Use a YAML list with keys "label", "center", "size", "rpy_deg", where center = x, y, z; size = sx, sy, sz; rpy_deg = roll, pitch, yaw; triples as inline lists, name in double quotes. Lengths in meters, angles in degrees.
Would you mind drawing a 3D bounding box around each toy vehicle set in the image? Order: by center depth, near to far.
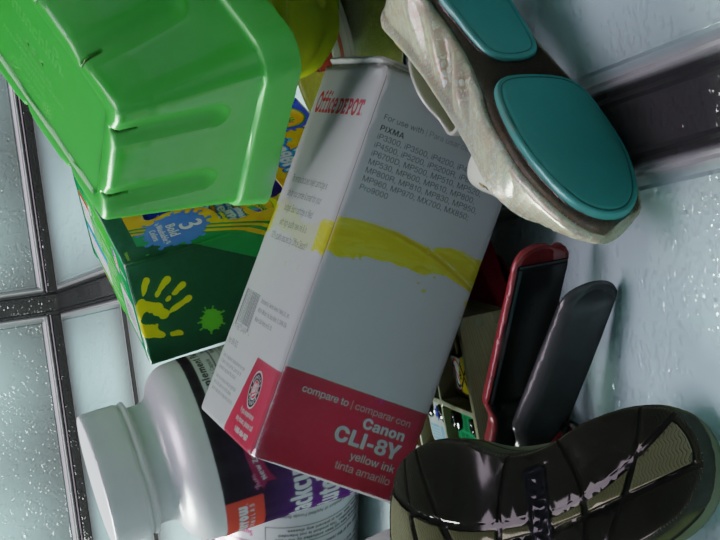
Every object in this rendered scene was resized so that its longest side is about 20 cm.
- label: "toy vehicle set"
  center: [0.050, 0.077, 1.116]
  size: [0.200, 0.026, 0.125]
  rpy_deg: [-169, 68, -77]

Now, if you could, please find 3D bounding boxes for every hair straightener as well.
- label: "hair straightener"
  center: [0.081, 0.092, 0.967]
  size: [0.077, 0.041, 0.201]
  rpy_deg: [37, 121, 42]

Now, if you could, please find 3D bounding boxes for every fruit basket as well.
- label: "fruit basket"
  center: [-0.085, -0.138, 1.070]
  size: [0.156, 0.214, 0.217]
  rpy_deg: [108, 150, -54]

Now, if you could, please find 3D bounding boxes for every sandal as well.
- label: "sandal"
  center: [0.085, 0.110, 0.916]
  size: [0.200, 0.057, 0.081]
  rpy_deg: [-16, 68, 45]

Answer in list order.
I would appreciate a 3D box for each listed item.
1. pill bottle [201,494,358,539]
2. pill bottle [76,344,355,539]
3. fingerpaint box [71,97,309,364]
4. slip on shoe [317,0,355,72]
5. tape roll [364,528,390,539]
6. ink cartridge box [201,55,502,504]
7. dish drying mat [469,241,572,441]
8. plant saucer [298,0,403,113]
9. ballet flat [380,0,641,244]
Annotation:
- label: "pill bottle"
  center: [-0.057, 0.194, 1.466]
  size: [0.114, 0.112, 0.201]
  rpy_deg: [-121, 26, -55]
- label: "pill bottle"
  center: [-0.067, 0.099, 1.265]
  size: [0.111, 0.198, 0.112]
  rpy_deg: [163, 90, -77]
- label: "fingerpaint box"
  center: [-0.086, -0.033, 1.340]
  size: [0.200, 0.166, 0.074]
  rpy_deg: [-128, 23, -63]
- label: "slip on shoe"
  center: [-0.060, -0.168, 1.253]
  size: [0.200, 0.061, 0.075]
  rpy_deg: [-123, 15, -57]
- label: "tape roll"
  center: [0.041, 0.227, 1.028]
  size: [0.203, 0.037, 0.203]
  rpy_deg: [58, 162, 30]
- label: "ink cartridge box"
  center: [0.000, 0.000, 1.052]
  size: [0.145, 0.083, 0.201]
  rpy_deg: [-156, 85, -76]
- label: "dish drying mat"
  center: [0.088, 0.079, 1.049]
  size: [0.077, 0.018, 0.201]
  rpy_deg: [99, 157, -53]
- label: "plant saucer"
  center: [-0.017, -0.167, 1.288]
  size: [0.200, 0.031, 0.202]
  rpy_deg: [172, 90, -76]
- label: "ballet flat"
  center: [0.065, -0.072, 0.933]
  size: [0.201, 0.067, 0.063]
  rpy_deg: [64, 143, 36]
